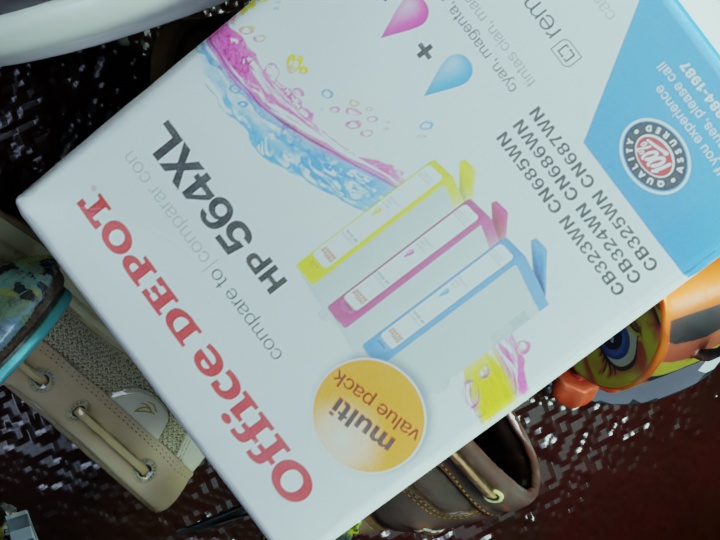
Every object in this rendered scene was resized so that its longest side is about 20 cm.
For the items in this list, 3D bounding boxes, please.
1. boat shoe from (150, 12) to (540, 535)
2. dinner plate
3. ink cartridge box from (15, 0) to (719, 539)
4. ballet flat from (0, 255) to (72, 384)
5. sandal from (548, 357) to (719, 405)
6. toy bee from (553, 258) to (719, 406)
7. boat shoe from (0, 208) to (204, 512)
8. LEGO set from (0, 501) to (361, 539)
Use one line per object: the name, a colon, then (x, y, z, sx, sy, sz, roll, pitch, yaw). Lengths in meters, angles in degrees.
boat shoe: (0.000, 0.000, 0.924, 0.200, 0.070, 0.070, 63, 35, -31)
dinner plate: (-0.057, -0.092, 0.824, 0.200, 0.200, 0.024, -24, 105, -16)
ink cartridge box: (0.015, -0.020, 0.793, 0.200, 0.125, 0.129, -38, 88, 16)
ballet flat: (-0.166, 0.052, 0.850, 0.074, 0.074, 0.200, 31, 117, -24)
sandal: (0.052, -0.018, 0.970, 0.200, 0.043, 0.076, 38, 86, -24)
toy bee: (0.078, -0.007, 0.905, 0.130, 0.109, 0.201, 5, 59, -26)
boat shoe: (-0.122, 0.011, 0.891, 0.200, 0.071, 0.065, 32, 87, -26)
LEGO set: (-0.074, 0.132, 0.921, 0.199, 0.116, 0.154, -21, 149, 2)
